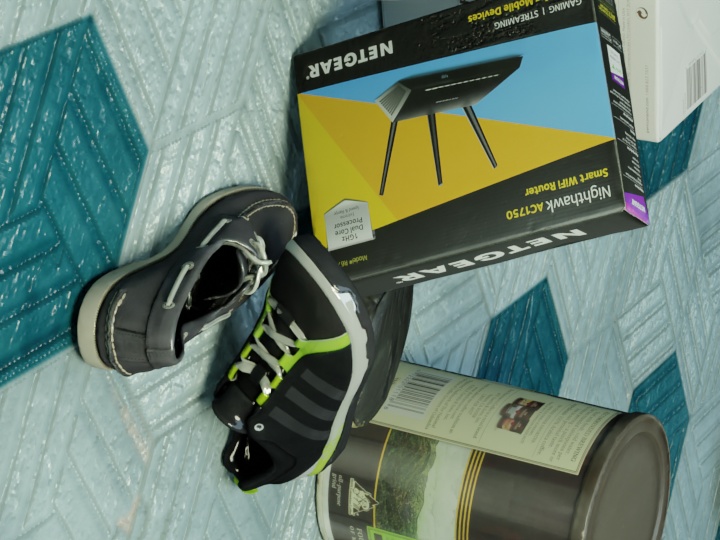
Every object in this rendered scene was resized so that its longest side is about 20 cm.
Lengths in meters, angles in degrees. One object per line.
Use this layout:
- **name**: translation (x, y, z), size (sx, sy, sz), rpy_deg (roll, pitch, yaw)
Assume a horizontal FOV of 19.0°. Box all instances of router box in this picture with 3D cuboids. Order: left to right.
- **router box**: translation (0.063, -0.079, 1.274), size (0.051, 0.198, 0.151), rpy_deg (20, 59, -60)

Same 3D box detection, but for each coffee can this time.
- **coffee can**: translation (0.091, 0.148, 1.449), size (0.146, 0.198, 0.148), rpy_deg (-30, 125, -54)

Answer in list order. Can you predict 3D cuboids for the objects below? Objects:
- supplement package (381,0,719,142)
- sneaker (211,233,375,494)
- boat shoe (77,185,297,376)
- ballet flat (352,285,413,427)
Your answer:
- **supplement package**: translation (0.126, -0.172, 1.397), size (0.121, 0.198, 0.121), rpy_deg (-39, 132, -48)
- **sneaker**: translation (-0.046, 0.068, 1.271), size (0.082, 0.072, 0.201), rpy_deg (-25, 143, -26)
- **boat shoe**: translation (-0.081, 0.008, 1.227), size (0.200, 0.062, 0.073), rpy_deg (-36, 128, -53)
- **ballet flat**: translation (0.002, -0.001, 1.355), size (0.066, 0.056, 0.202), rpy_deg (32, 62, -67)
